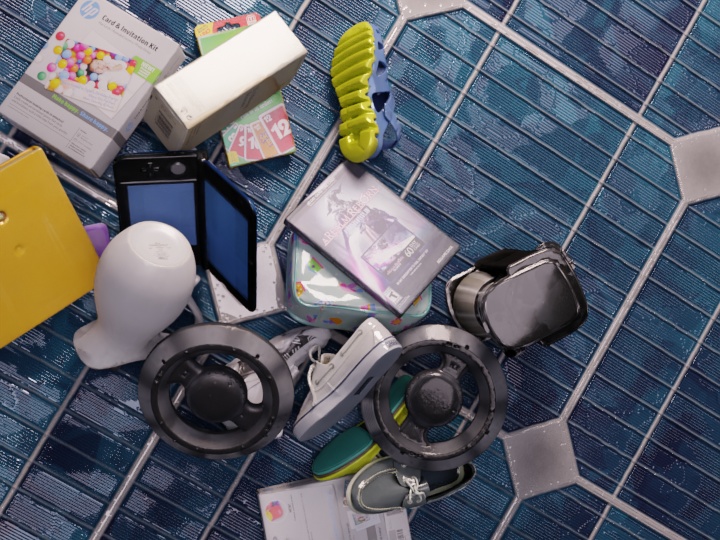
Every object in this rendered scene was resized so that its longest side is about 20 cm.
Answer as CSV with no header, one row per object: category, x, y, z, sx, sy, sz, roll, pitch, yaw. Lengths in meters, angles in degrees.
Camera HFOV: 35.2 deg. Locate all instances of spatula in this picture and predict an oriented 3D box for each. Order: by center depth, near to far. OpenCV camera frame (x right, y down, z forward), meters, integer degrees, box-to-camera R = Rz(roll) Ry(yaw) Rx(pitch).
spatula,-0.350,0.038,1.527,0.056,0.021,0.200,-11,94,-12

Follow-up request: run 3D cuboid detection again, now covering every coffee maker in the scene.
coffee maker,0.224,0.022,1.540,0.135,0.200,0.192,41,84,-9

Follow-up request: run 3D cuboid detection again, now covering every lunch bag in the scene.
lunch bag,0.000,0.000,1.543,0.200,0.077,0.161,6,62,-13

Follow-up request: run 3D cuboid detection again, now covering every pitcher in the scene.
pitcher,-0.263,0.034,1.459,0.171,0.200,0.121,-3,49,-35

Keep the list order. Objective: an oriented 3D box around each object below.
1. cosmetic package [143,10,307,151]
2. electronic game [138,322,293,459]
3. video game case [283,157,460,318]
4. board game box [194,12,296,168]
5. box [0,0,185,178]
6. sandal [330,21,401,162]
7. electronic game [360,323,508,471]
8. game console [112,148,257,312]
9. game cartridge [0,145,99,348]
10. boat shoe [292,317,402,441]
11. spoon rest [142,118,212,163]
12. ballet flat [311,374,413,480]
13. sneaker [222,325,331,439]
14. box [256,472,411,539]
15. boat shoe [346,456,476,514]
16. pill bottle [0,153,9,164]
cosmetic package,-0.174,-0.238,1.458,0.200,0.104,0.073,-37,88,-23
electronic game,-0.186,0.157,1.464,0.199,0.042,0.200,-1,114,-2
video game case,0.017,-0.047,1.517,0.200,0.019,0.143,40,60,6
board game box,-0.158,-0.248,1.555,0.095,0.030,0.200,-15,91,-10
box,-0.348,-0.243,1.478,0.156,0.041,0.200,32,80,12
sandal,0.012,-0.243,1.570,0.087,0.079,0.201,5,81,-47
electronic game,0.099,0.171,1.528,0.199,0.042,0.201,0,96,1
game console,-0.222,-0.044,1.449,0.170,0.118,0.200,-4,136,-9
game cartridge,-0.435,-0.029,1.432,0.176,0.032,0.200,-35,120,-26
boat shoe,-0.036,0.136,1.504,0.202,0.075,0.086,-50,64,26
spoon rest,-0.247,-0.153,1.514,0.200,0.099,0.061,37,66,4
ballet flat,0.023,0.233,1.581,0.200,0.067,0.067,-44,122,-8
sneaker,-0.114,0.158,1.548,0.200,0.075,0.115,-28,97,-4
box,-0.033,0.363,1.580,0.200,0.041,0.156,-11,92,-11
boat shoe,0.072,0.288,1.550,0.200,0.062,0.073,-7,90,-35
pill bottle,-0.520,-0.064,1.450,0.111,0.111,0.200,19,87,-10
